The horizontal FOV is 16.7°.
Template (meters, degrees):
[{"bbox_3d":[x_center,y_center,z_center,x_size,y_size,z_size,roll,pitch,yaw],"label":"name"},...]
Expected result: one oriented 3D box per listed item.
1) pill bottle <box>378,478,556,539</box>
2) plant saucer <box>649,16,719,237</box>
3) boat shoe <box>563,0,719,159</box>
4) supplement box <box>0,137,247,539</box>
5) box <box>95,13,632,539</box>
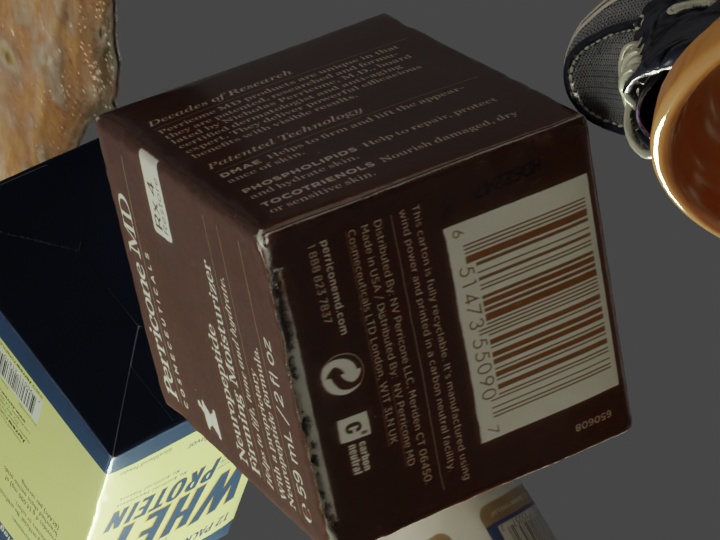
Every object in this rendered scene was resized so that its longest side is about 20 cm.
[{"bbox_3d":[0.080,0.212,1.270,0.200,0.111,0.111,60,148,7],"label":"pill bottle"},{"bbox_3d":[0.201,-0.059,0.854,0.200,0.199,0.038,128,150,-56],"label":"plant saucer"},{"bbox_3d":[0.127,-0.080,1.003,0.200,0.093,0.075,-9,105,57],"label":"boat shoe"},{"bbox_3d":[-0.171,0.069,1.512,0.200,0.134,0.200,50,146,21],"label":"supplement box"},{"bbox_3d":[0.000,0.000,1.146,0.200,0.164,0.166,34,141,57],"label":"box"}]
